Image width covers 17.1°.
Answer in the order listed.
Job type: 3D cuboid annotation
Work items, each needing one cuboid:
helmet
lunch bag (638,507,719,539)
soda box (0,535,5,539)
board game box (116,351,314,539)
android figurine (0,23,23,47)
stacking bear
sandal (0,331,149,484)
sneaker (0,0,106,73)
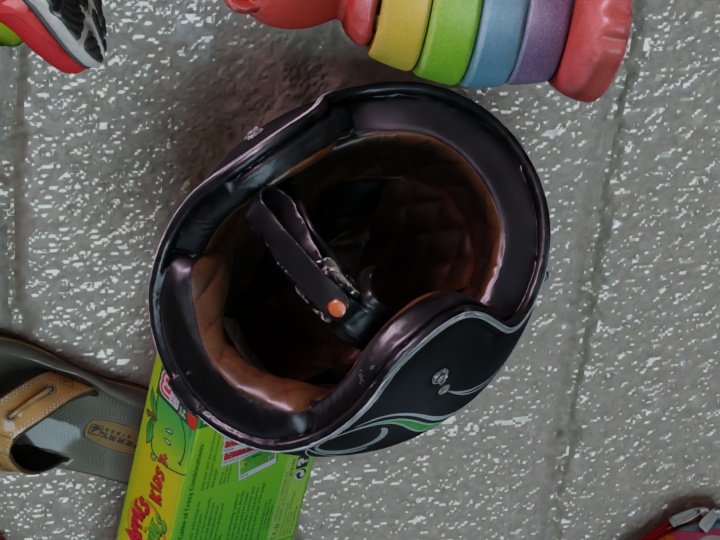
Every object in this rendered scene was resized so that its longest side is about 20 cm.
[{"bbox_3d":[0.000,0.000,1.267,0.199,0.190,0.202,8,107,29],"label":"helmet"},{"bbox_3d":[0.237,0.248,1.560,0.176,0.082,0.200,-40,123,14],"label":"lunch bag"},{"bbox_3d":[-0.304,0.208,1.411,0.198,0.070,0.064,-3,126,-11],"label":"soda box"},{"bbox_3d":[-0.083,0.128,1.399,0.101,0.048,0.201,-13,131,-38],"label":"board game box"},{"bbox_3d":[-0.196,-0.205,1.169,0.181,0.041,0.200,-32,126,10],"label":"android figurine"},{"bbox_3d":[0.030,-0.153,1.221,0.198,0.122,0.114,8,155,-6],"label":"stacking bear"},{"bbox_3d":[-0.186,0.090,1.367,0.199,0.055,0.082,21,117,-25],"label":"sandal"},{"bbox_3d":[-0.203,-0.160,1.141,0.085,0.077,0.200,-34,121,25],"label":"sneaker"}]
